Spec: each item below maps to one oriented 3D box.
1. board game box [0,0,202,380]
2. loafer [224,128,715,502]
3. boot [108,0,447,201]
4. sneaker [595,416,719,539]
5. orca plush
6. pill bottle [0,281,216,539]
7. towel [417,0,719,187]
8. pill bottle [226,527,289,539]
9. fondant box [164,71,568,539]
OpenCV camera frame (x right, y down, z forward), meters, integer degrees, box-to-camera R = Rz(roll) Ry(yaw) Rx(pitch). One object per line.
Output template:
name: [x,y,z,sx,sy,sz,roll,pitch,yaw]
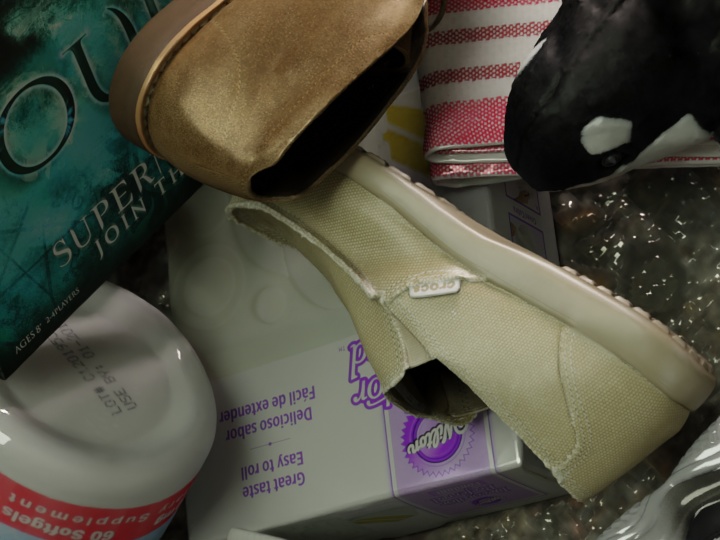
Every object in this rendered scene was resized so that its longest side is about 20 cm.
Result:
board game box: [-0.085,-0.077,0.732,0.028,0.135,0.200,20,55,35]
loafer: [0.022,0.013,0.725,0.200,0.076,0.068,28,85,33]
boot: [0.009,-0.102,0.730,0.075,0.074,0.200,32,74,33]
sneaker: [0.141,0.112,0.686,0.200,0.075,0.114,-49,54,8]
orca plush: [0.132,-0.102,0.719,0.200,0.071,0.105,-23,68,-1]
pill bottle: [-0.139,0.103,0.818,0.109,0.109,0.200,56,133,31]
towel: [0.093,-0.128,0.789,0.146,0.030,0.200,-3,69,6]
pill bottle: [-0.024,0.197,0.744,0.109,0.110,0.200,8,81,34]
fondant box: [0.000,0.000,0.822,0.144,0.058,0.200,-17,68,27]
